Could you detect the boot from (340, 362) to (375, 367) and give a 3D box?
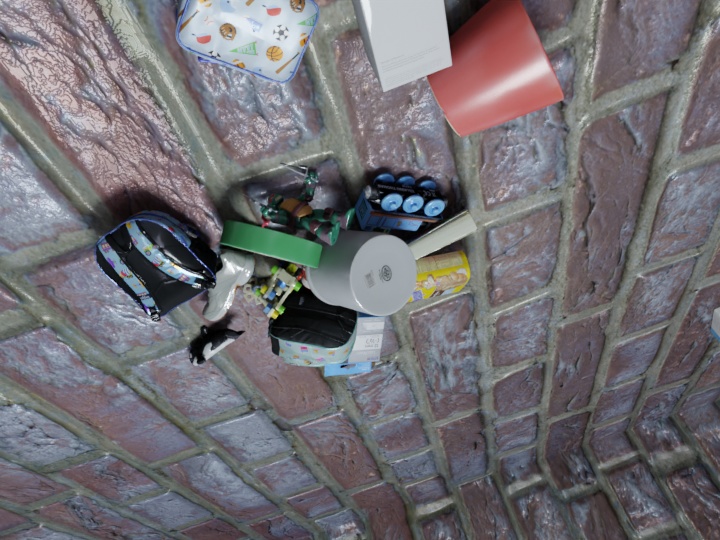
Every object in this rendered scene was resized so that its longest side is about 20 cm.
[{"bbox_3d":[-0.034,0.221,1.479,0.197,0.075,0.098,6,118,-28],"label":"boot"}]

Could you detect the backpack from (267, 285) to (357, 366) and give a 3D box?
[{"bbox_3d":[-0.103,0.140,1.236,0.197,0.177,0.155,5,136,9],"label":"backpack"}]

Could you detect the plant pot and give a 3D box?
[{"bbox_3d":[0.214,-0.331,0.861,0.176,0.203,0.200,-25,140,25],"label":"plant pot"}]

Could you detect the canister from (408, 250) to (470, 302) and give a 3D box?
[{"bbox_3d":[0.156,0.021,1.276,0.197,0.088,0.149,-11,160,-11],"label":"canister"}]

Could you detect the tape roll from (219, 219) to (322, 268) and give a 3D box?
[{"bbox_3d":[-0.175,-0.051,1.027,0.198,0.200,0.049,15,88,-32],"label":"tape roll"}]

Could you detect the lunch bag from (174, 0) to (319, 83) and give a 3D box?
[{"bbox_3d":[-0.170,-0.369,0.758,0.198,0.076,0.161,11,134,-30],"label":"lunch bag"}]

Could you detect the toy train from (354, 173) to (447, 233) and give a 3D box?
[{"bbox_3d":[0.088,-0.136,1.099,0.197,0.088,0.115,3,140,-27],"label":"toy train"}]

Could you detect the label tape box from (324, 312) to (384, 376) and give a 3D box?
[{"bbox_3d":[-0.018,0.204,1.395,0.141,0.066,0.203,-1,108,-19],"label":"label tape box"}]

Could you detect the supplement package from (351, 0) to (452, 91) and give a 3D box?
[{"bbox_3d":[0.052,-0.399,0.764,0.118,0.122,0.201,-19,140,4],"label":"supplement package"}]

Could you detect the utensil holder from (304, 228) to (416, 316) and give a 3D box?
[{"bbox_3d":[0.000,0.000,1.075,0.168,0.199,0.173,-3,96,-30],"label":"utensil holder"}]

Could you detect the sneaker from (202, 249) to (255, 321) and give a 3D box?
[{"bbox_3d":[-0.318,0.026,1.156,0.091,0.076,0.201,24,117,-29],"label":"sneaker"}]

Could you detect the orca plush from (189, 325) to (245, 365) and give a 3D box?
[{"bbox_3d":[-0.377,0.173,1.287,0.071,0.105,0.199,52,138,-9],"label":"orca plush"}]

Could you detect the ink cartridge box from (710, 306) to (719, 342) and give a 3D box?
[{"bbox_3d":[1.393,0.200,1.900,0.127,0.126,0.200,-27,139,12],"label":"ink cartridge box"}]

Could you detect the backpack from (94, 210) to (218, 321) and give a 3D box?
[{"bbox_3d":[-0.399,-0.028,1.008,0.181,0.135,0.201,-29,125,12],"label":"backpack"}]

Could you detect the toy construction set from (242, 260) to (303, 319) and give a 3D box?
[{"bbox_3d":[-0.190,0.040,1.148,0.092,0.199,0.132,38,75,-22],"label":"toy construction set"}]

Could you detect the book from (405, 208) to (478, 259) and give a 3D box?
[{"bbox_3d":[0.160,-0.073,1.169,0.198,0.134,0.048,-29,97,11],"label":"book"}]

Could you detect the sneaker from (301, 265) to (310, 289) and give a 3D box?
[{"bbox_3d":[-0.037,-0.014,1.197,0.197,0.079,0.116,-8,140,-13],"label":"sneaker"}]

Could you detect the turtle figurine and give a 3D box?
[{"bbox_3d":[-0.118,-0.123,1.006,0.198,0.151,0.101,25,149,13],"label":"turtle figurine"}]
